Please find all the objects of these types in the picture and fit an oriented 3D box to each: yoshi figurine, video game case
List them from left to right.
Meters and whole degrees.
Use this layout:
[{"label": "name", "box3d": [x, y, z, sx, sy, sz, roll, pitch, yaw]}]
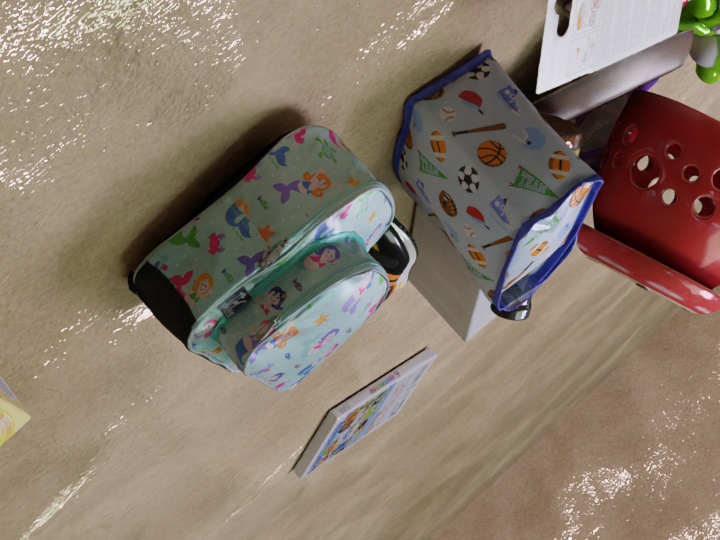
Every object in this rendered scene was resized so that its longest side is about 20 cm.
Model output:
[{"label": "video game case", "box3d": [0.007, 0.186, 2.213, 0.199, 0.018, 0.144, -30, 160, -41]}, {"label": "yoshi figurine", "box3d": [0.366, -0.286, 1.808, 0.201, 0.111, 0.113, 77, 19, -56]}]

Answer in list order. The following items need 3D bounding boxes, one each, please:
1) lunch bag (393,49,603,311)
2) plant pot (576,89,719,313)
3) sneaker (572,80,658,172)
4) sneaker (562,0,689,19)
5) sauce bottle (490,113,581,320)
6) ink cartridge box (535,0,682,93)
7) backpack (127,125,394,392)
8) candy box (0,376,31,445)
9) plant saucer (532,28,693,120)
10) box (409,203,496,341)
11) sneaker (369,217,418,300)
[{"label": "lunch bag", "box3d": [0.118, -0.073, 1.553, 0.123, 0.171, 0.201, -31, 159, -22]}, {"label": "plant pot", "box3d": [0.334, -0.066, 1.775, 0.184, 0.199, 0.200, -63, 162, 5]}, {"label": "sneaker", "box3d": [0.265, -0.149, 1.868, 0.200, 0.088, 0.081, -43, 163, -7]}, {"label": "sneaker", "box3d": [0.261, -0.260, 1.604, 0.112, 0.071, 0.200, -45, 172, 18]}, {"label": "sauce bottle", "box3d": [0.164, -0.050, 1.647, 0.066, 0.066, 0.202, -22, 131, -53]}, {"label": "ink cartridge box", "box3d": [0.209, -0.255, 1.443, 0.199, 0.050, 0.164, -24, 132, -36]}, {"label": "backpack", "box3d": [-0.060, -0.010, 1.331, 0.200, 0.150, 0.178, -48, 163, -1]}, {"label": "candy box", "box3d": [-0.310, 0.102, 1.148, 0.115, 0.055, 0.200, -42, 164, -5]}, {"label": "plant saucer", "box3d": [0.246, -0.185, 1.690, 0.198, 0.032, 0.200, -25, -178, 1]}, {"label": "box", "box3d": [0.141, -0.039, 1.804, 0.152, 0.106, 0.200, -38, 164, -17]}, {"label": "sneaker", "box3d": [0.000, 0.000, 1.624, 0.090, 0.070, 0.200, -43, 166, -13]}]
